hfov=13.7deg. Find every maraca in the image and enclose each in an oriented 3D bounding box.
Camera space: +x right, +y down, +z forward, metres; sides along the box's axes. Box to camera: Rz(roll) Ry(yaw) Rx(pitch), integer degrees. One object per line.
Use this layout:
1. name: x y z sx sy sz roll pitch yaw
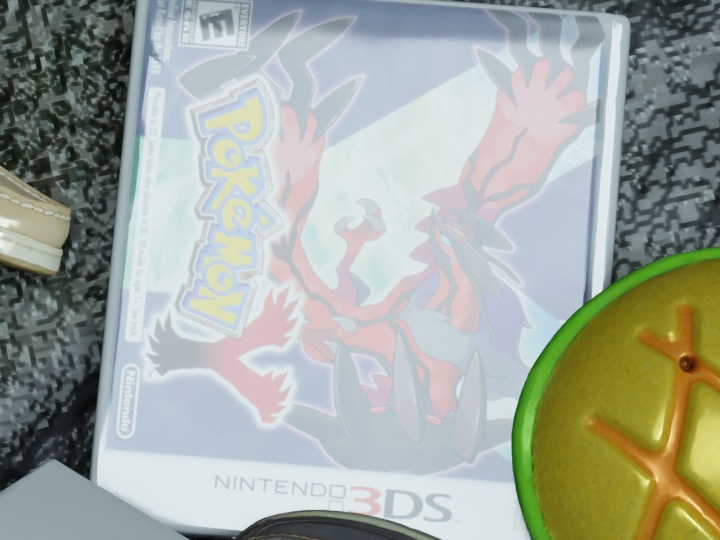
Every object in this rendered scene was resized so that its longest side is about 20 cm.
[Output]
1. maraca: 0.147 0.054 1.025 0.199 0.107 0.138 -17 88 -14

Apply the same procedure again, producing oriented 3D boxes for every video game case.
1. video game case: 0.000 0.000 1.082 0.181 0.023 0.201 4 82 4

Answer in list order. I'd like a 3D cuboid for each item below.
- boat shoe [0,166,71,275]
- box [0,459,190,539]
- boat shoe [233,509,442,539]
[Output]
1. boat shoe: -0.183 -0.069 1.078 0.199 0.074 0.069 31 90 8
2. box: -0.108 0.185 0.992 0.124 0.097 0.201 30 105 8
3. boat shoe: 0.036 0.147 1.023 0.199 0.073 0.075 29 103 7
